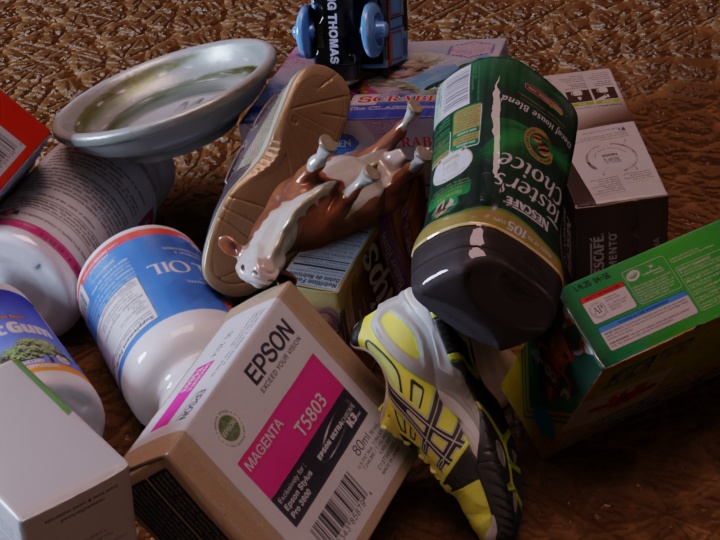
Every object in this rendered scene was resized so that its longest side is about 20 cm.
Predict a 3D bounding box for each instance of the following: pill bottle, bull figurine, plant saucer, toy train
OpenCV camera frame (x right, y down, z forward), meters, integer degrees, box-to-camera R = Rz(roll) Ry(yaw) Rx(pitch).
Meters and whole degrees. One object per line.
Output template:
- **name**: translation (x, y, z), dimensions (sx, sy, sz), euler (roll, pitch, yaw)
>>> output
- **pill bottle**: translation (-0.143, 0.060, 1.431), dimensions (0.112, 0.112, 0.200), euler (-18, 41, -17)
- **pill bottle**: translation (-0.288, 0.077, 1.425), dimensions (0.112, 0.112, 0.200), euler (-23, 42, -22)
- **bull figurine**: translation (-0.019, -0.056, 1.370), dimensions (0.065, 0.121, 0.200), euler (49, 39, 5)
- **plant saucer**: translation (-0.160, -0.135, 1.544), dimensions (0.200, 0.050, 0.200), euler (-16, 22, 7)
- **pill bottle**: translation (-0.246, -0.043, 1.573), dimensions (0.113, 0.113, 0.200), euler (12, 41, 20)
- **toy train**: translation (-0.010, -0.259, 1.540), dimensions (0.087, 0.200, 0.114), euler (1, 14, 19)

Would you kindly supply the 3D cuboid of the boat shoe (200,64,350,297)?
- **boat shoe**: translation (-0.071, -0.069, 1.443), dimensions (0.072, 0.065, 0.200), euler (27, 77, -18)

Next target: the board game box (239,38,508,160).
- **board game box**: translation (0.017, -0.148, 1.570), dimensions (0.200, 0.041, 0.200), euler (-1, 25, 13)

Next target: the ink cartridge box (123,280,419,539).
- **ink cartridge box**: translation (-0.061, 0.133, 1.283), dimensions (0.075, 0.165, 0.200), euler (-27, 20, 42)

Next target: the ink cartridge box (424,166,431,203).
- **ink cartridge box**: translation (0.039, -0.100, 1.638), dimensions (0.200, 0.084, 0.146), euler (-8, 36, -2)

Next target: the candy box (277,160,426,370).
- **candy box**: translation (0.000, 0.000, 1.489), dimensions (0.056, 0.117, 0.200), euler (9, 40, 20)

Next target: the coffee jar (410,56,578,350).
- **coffee jar**: translation (0.095, -0.047, 1.281), dimensions (0.085, 0.104, 0.200), euler (-27, 40, 40)

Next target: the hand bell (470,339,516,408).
- **hand bell**: translation (0.071, 0.008, 1.401), dimensions (0.104, 0.200, 0.104), euler (-4, 38, 3)

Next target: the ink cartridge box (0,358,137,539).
- **ink cartridge box**: translation (-0.215, 0.184, 1.209), dimensions (0.084, 0.200, 0.146), euler (-26, 43, -30)

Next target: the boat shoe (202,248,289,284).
- **boat shoe**: translation (-0.078, -0.029, 1.553), dimensions (0.086, 0.075, 0.202), euler (31, 6, -5)

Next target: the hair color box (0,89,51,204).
- **hair color box**: translation (-0.328, -0.078, 1.552), dimensions (0.061, 0.200, 0.102), euler (40, 71, -7)

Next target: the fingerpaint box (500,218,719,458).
- **fingerpaint box**: translation (0.221, 0.043, 1.360), dimensions (0.200, 0.167, 0.073), euler (-22, 68, -20)

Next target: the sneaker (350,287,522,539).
- **sneaker**: translation (0.059, 0.109, 1.308), dimensions (0.076, 0.200, 0.075), euler (-21, 2, 15)

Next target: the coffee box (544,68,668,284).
- **coffee box**: translation (0.199, -0.071, 1.562), dimensions (0.080, 0.113, 0.200), euler (-8, 37, -4)
